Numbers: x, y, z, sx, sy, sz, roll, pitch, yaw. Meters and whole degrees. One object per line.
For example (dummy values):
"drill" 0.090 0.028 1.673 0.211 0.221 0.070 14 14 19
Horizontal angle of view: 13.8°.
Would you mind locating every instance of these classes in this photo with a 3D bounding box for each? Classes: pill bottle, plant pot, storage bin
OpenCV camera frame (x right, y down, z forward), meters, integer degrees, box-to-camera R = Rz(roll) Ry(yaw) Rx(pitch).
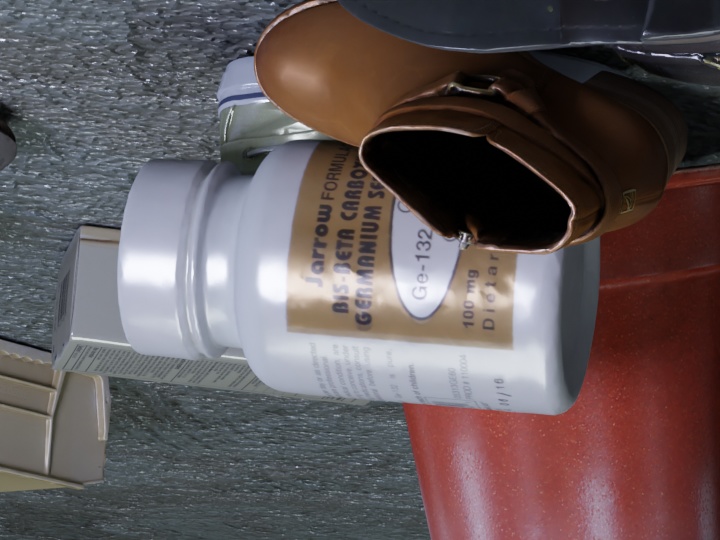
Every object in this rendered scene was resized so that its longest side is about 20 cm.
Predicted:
"pill bottle" 0.000 0.000 1.321 0.200 0.115 0.114 4 167 13
"plant pot" 0.102 0.054 1.462 0.200 0.196 0.201 -7 -178 0
"storage bin" -0.315 0.106 2.154 0.200 0.094 0.198 -7 164 38

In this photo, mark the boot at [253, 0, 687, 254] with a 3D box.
"boot" 0.025 -0.055 1.207 0.200 0.077 0.155 22 -158 16

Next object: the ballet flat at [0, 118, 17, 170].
"ballet flat" -0.250 -0.078 1.461 0.200 0.046 0.067 10 135 -47

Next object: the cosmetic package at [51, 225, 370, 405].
"cosmetic package" -0.080 0.029 1.793 0.200 0.073 0.104 6 167 -12

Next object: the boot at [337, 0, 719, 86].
"boot" 0.097 -0.104 1.192 0.200 0.069 0.174 8 177 16

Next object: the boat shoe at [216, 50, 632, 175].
"boat shoe" 0.030 -0.064 1.380 0.200 0.062 0.072 0 166 17
